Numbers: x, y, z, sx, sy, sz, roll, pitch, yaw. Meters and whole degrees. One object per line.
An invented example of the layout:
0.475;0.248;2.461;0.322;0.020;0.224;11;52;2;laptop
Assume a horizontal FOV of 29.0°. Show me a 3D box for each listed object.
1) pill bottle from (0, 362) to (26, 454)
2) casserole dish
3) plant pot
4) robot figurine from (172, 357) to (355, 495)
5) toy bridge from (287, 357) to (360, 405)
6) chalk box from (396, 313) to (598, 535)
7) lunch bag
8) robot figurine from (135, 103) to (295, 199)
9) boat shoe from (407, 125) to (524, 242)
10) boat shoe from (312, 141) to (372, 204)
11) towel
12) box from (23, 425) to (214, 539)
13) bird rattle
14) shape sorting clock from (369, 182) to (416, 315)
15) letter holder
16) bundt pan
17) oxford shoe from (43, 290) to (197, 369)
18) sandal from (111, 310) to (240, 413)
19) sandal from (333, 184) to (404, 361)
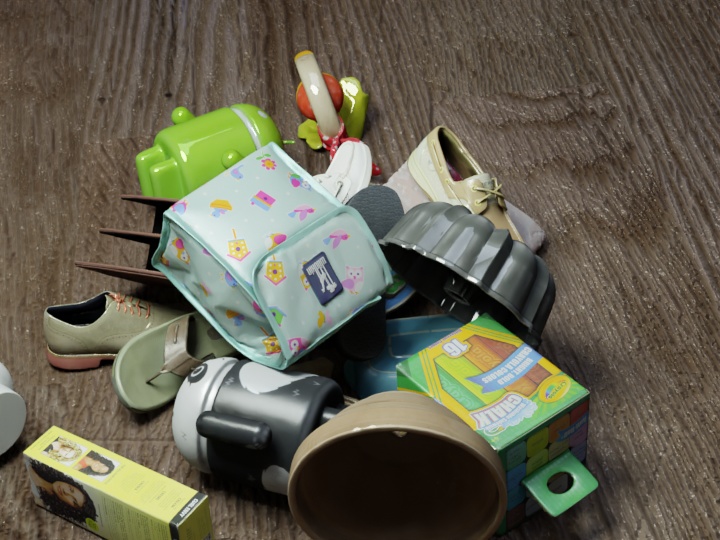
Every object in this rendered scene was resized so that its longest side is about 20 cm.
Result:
-0.448;0.123;1.482;0.199;0.113;0.112;25;47;32;pill bottle
0.080;0.092;1.529;0.198;0.039;0.122;-4;39;-1;casserole dish
0.035;0.179;1.287;0.199;0.202;0.093;-1;41;4;plant pot
-0.090;0.155;1.394;0.199;0.151;0.125;11;53;18;robot figurine
-0.058;0.112;1.501;0.199;0.027;0.067;31;27;33;toy bridge
0.143;0.160;1.365;0.124;0.125;0.200;-28;44;-27;chalk box
-0.085;-0.009;1.421;0.200;0.122;0.170;41;52;17;lunch bag
-0.186;-0.144;1.791;0.199;0.116;0.175;-23;34;-23;robot figurine
0.127;-0.086;1.604;0.074;0.067;0.200;-12;54;-43;boat shoe
-0.042;-0.078;1.575;0.069;0.071;0.201;32;52;-19;boat shoe
0.109;-0.051;1.634;0.191;0.032;0.200;36;37;7;towel
-0.238;0.225;1.365;0.199;0.076;0.050;18;41;27;box
-0.050;-0.201;1.829;0.112;0.164;0.200;-19;27;10;bird rattle
-0.018;-0.028;1.620;0.198;0.039;0.201;5;54;-7;shape sorting clock
-0.209;-0.032;1.579;0.199;0.101;0.142;7;-4;36;letter holder
0.120;-0.002;1.444;0.201;0.202;0.076;27;78;34;bundt pan
-0.260;0.059;1.573;0.198;0.075;0.071;-11;38;-10;oxford shoe
-0.189;0.082;1.527;0.200;0.057;0.080;-33;89;-33;sandal
-0.001;0.000;1.520;0.076;0.043;0.202;17;71;-20;sandal
